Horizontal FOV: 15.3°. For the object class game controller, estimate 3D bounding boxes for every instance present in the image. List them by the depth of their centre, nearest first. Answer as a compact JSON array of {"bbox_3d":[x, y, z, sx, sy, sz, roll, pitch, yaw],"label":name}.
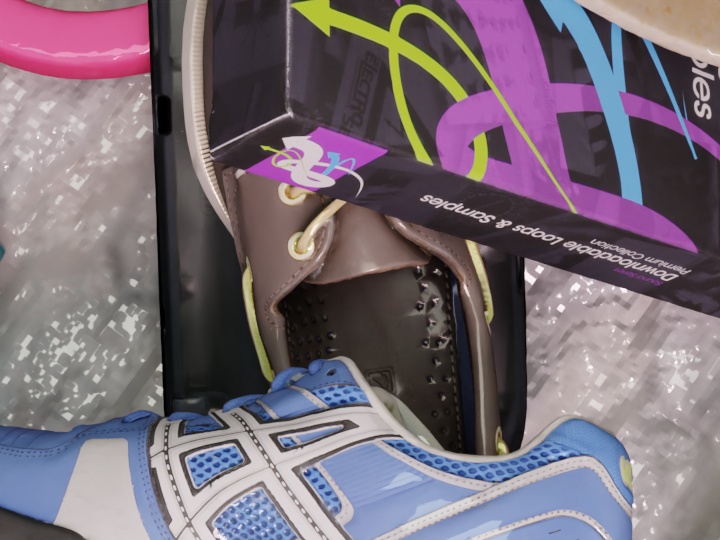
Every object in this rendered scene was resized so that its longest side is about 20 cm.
[{"bbox_3d":[-0.006,-0.029,0.755,0.104,0.042,0.201,-3,95,-12],"label":"game controller"}]

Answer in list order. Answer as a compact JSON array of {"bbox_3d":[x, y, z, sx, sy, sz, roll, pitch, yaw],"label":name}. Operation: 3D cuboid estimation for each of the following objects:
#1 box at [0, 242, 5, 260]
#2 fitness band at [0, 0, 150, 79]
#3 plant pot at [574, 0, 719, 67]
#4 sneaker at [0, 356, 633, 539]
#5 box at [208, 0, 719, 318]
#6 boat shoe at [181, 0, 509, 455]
[{"bbox_3d":[-0.192,0.049,0.758,0.082,0.049,0.200,33,81,8],"label":"box"},{"bbox_3d":[-0.051,-0.138,0.799,0.200,0.037,0.144,-33,79,-6],"label":"fitness band"},{"bbox_3d":[0.135,-0.167,0.647,0.200,0.201,0.184,13,68,5],"label":"plant pot"},{"bbox_3d":[-0.023,0.061,0.663,0.199,0.076,0.077,11,75,21],"label":"sneaker"},{"bbox_3d":[0.047,-0.075,0.711,0.200,0.036,0.143,17,63,-40],"label":"box"},{"bbox_3d":[0.000,0.000,0.706,0.072,0.060,0.201,-11,97,-11],"label":"boat shoe"}]
